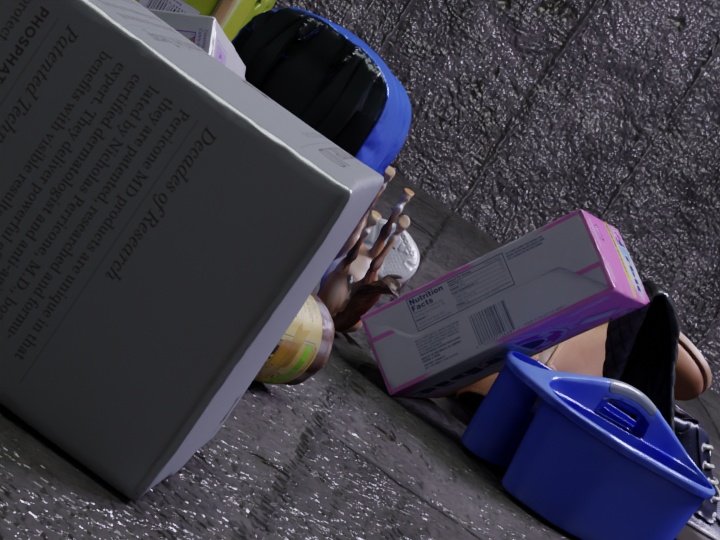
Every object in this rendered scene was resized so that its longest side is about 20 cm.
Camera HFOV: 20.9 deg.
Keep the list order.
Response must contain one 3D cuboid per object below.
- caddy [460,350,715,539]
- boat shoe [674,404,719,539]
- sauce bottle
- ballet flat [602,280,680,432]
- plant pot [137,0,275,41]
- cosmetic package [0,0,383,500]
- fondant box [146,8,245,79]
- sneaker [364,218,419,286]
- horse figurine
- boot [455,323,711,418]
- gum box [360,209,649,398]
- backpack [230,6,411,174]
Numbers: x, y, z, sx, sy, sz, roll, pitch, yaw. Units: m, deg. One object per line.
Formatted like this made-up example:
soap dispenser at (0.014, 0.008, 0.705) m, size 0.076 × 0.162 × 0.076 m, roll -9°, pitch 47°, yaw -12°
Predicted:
caddy at (0.172, 0.129, 1.431) m, size 0.199 × 0.105 × 0.141 m, roll 30°, pitch 9°, yaw -35°
boat shoe at (0.287, 0.182, 1.678) m, size 0.199 × 0.093 × 0.075 m, roll 31°, pitch 7°, yaw -24°
sauce bottle at (-0.087, 0.023, 1.124) m, size 0.065 × 0.065 × 0.200 m, roll 38°, pitch 9°, yaw 31°
ballet flat at (0.218, 0.109, 1.531) m, size 0.066 × 0.202 × 0.057 m, roll 0°, pitch -2°, yaw -4°
plant pot at (-0.228, -0.338, 2.444) m, size 0.199 × 0.200 × 0.182 m, roll 34°, pitch 13°, yaw -4°
cosmetic package at (-0.119, -0.029, 0.897) m, size 0.199 × 0.167 × 0.167 m, roll 35°, pitch 7°, yaw 2°
fondant box at (-0.192, -0.149, 1.405) m, size 0.198 × 0.059 × 0.144 m, roll 7°, pitch -7°, yaw 6°
sneaker at (-0.036, -0.037, 1.854) m, size 0.199 × 0.077 × 0.082 m, roll 37°, pitch -20°, yaw 11°
horse figurine at (0.000, 0.000, 1.544) m, size 0.050 × 0.133 × 0.200 m, roll 26°, pitch 19°, yaw -5°
boot at (0.180, 0.091, 1.583) m, size 0.199 × 0.077 × 0.156 m, roll 31°, pitch 48°, yaw -3°
gum box at (0.105, 0.032, 1.466) m, size 0.067 × 0.199 × 0.113 m, roll 68°, pitch 17°, yaw 14°
backpack at (-0.059, -0.103, 1.552) m, size 0.162 × 0.201 × 0.168 m, roll 35°, pitch 7°, yaw 13°
